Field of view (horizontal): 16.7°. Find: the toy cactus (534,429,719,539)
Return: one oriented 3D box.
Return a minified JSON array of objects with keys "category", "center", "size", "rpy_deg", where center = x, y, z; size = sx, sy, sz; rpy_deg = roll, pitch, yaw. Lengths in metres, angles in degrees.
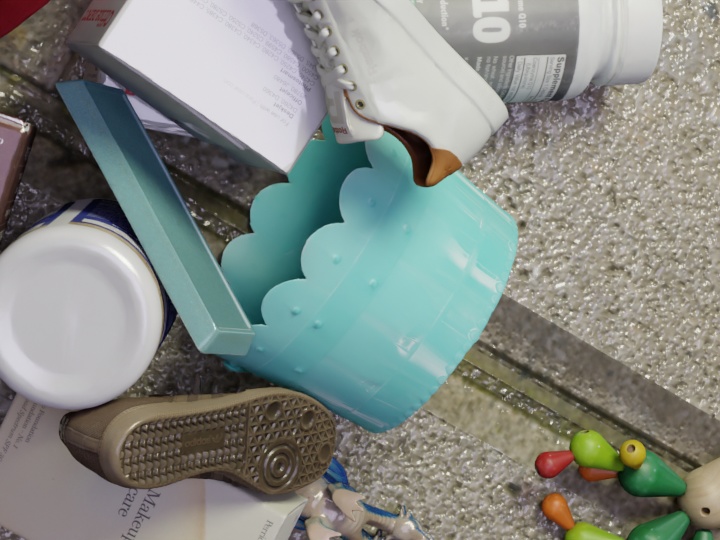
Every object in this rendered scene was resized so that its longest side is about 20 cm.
[{"category":"toy cactus","center":[0.226,0.183,1.767],"size":[0.165,0.102,0.200],"rpy_deg":[-35,93,-18]}]

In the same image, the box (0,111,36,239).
[{"category":"box","center":[-0.315,-0.024,1.565],"size":[0.164,0.166,0.201],"rpy_deg":[18,91,-7]}]

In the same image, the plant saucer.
[{"category":"plant saucer","center":[-0.126,-0.036,1.544],"size":[0.019,0.070,0.200],"rpy_deg":[-33,75,18]}]

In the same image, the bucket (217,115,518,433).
[{"category":"bucket","center":[0.000,0.000,1.637],"size":[0.135,0.207,0.208],"rpy_deg":[34,86,-16]}]

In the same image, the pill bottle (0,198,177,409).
[{"category":"pill bottle","center":[-0.175,0.014,1.585],"size":[0.115,0.200,0.116],"rpy_deg":[0,100,2]}]

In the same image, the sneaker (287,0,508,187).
[{"category":"sneaker","center":[-0.004,-0.127,1.451],"size":[0.200,0.073,0.085],"rpy_deg":[43,81,-17]}]

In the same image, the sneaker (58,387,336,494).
[{"category":"sneaker","center":[-0.103,0.101,1.570],"size":[0.200,0.075,0.071],"rpy_deg":[6,99,-47]}]

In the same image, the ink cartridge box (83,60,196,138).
[{"category":"ink cartridge box","center":[-0.101,-0.189,1.653],"size":[0.144,0.084,0.201],"rpy_deg":[10,92,-15]}]

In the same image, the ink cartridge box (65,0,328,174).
[{"category":"ink cartridge box","center":[-0.065,-0.183,1.543],"size":[0.146,0.147,0.200],"rpy_deg":[34,86,-16]}]

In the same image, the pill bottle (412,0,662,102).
[{"category":"pill bottle","center":[0.099,-0.172,1.687],"size":[0.199,0.113,0.114],"rpy_deg":[-4,96,-14]}]

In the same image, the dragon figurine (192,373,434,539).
[{"category":"dragon figurine","center":[-0.042,0.151,1.708],"size":[0.200,0.099,0.059],"rpy_deg":[33,88,5]}]

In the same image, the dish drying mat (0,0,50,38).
[{"category":"dish drying mat","center":[-0.238,-0.189,1.562],"size":[0.077,0.200,0.018],"rpy_deg":[45,69,-12]}]

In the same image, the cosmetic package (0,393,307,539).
[{"category":"cosmetic package","center":[-0.149,0.155,1.636],"size":[0.200,0.073,0.104],"rpy_deg":[26,97,9]}]
